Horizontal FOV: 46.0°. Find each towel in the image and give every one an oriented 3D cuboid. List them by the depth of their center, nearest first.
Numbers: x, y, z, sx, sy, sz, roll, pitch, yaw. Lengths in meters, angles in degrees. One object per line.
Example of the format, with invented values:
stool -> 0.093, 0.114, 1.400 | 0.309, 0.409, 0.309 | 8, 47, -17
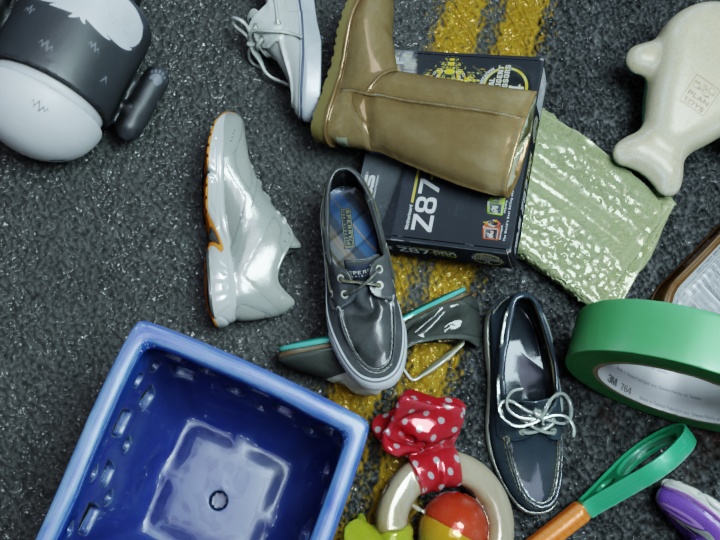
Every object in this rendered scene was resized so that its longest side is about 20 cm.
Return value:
towel -> 0.204, -0.063, 0.850 | 0.199, 0.037, 0.149 | 35, 77, 3

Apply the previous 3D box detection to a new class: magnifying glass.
magnifying glass -> 0.220, 0.205, 0.771 | 0.199, 0.080, 0.023 | -35, 85, -2

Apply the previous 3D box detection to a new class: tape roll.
tape roll -> 0.280, 0.087, 0.734 | 0.197, 0.201, 0.049 | 21, 73, 0

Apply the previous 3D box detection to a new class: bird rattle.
bird rattle -> 0.062, 0.213, 0.755 | 0.162, 0.113, 0.202 | 32, 62, -9

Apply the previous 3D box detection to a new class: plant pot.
plant pot -> -0.120, 0.181, 0.682 | 0.197, 0.180, 0.203 | 23, 75, 0

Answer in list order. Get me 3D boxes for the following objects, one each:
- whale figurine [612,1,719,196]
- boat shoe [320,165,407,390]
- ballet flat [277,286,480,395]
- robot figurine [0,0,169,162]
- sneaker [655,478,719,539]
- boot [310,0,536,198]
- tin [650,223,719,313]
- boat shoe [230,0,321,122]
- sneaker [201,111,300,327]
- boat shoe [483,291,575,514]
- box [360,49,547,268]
whale figurine -> 0.330, -0.169, 0.861 | 0.158, 0.104, 0.202 | 34, 84, 4
boat shoe -> 0.000, 0.000, 0.739 | 0.069, 0.066, 0.203 | -6, 66, 0
ballet flat -> 0.024, 0.075, 0.784 | 0.197, 0.068, 0.070 | -17, 87, -9
robot figurine -> -0.273, -0.200, 0.793 | 0.148, 0.125, 0.203 | 15, 73, 23
sneaker -> 0.324, 0.281, 0.756 | 0.083, 0.081, 0.202 | -30, 81, -6
boot -> 0.068, -0.172, 0.788 | 0.197, 0.066, 0.178 | 16, 89, 22
tin -> 0.375, 0.022, 0.846 | 0.200, 0.042, 0.112 | -42, 88, -14
boat shoe -> -0.086, -0.240, 0.846 | 0.084, 0.075, 0.206 | -5, 74, -7
sneaker -> -0.103, -0.049, 0.804 | 0.090, 0.076, 0.204 | -1, 83, -14
boat shoe -> 0.157, 0.121, 0.785 | 0.073, 0.062, 0.204 | 1, 76, -7
box -> 0.086, -0.111, 0.820 | 0.158, 0.049, 0.203 | 8, 74, 20
